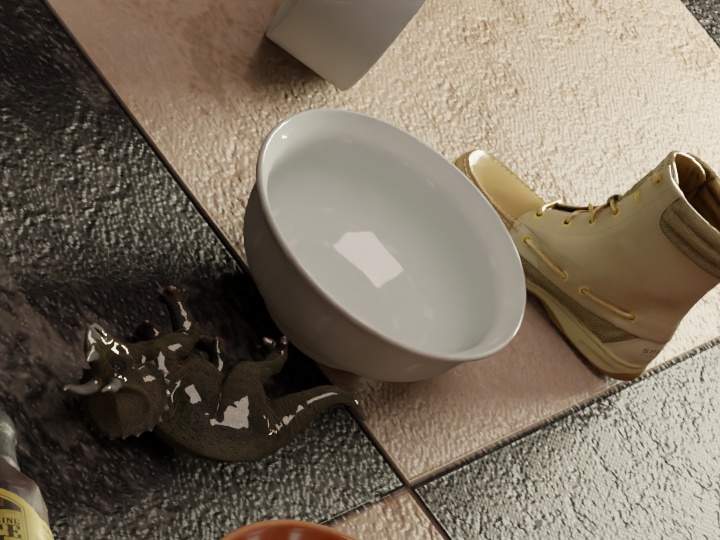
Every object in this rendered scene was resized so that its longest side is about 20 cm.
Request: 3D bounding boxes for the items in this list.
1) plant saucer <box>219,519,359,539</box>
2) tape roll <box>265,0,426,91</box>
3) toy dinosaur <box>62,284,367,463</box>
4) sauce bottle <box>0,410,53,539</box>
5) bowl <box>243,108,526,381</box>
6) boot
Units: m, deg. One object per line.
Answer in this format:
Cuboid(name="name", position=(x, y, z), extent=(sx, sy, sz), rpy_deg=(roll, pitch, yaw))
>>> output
Cuboid(name="plant saucer", position=(-0.019, 0.232, 1.508), extent=(0.200, 0.032, 0.200), rpy_deg=(24, 41, -23))
Cuboid(name="tape roll", position=(0.019, -0.223, 1.859), extent=(0.071, 0.202, 0.202), rpy_deg=(35, 37, -8))
Cuboid(name="toy dinosaur", position=(-0.094, 0.075, 1.581), extent=(0.200, 0.077, 0.102), rpy_deg=(27, 51, -27))
Cuboid(name="sauce bottle", position=(-0.192, 0.149, 1.396), extent=(0.066, 0.066, 0.200), rpy_deg=(19, 29, -28))
Cuboid(name="bowl", position=(0.000, 0.000, 1.708), extent=(0.201, 0.090, 0.201), rpy_deg=(23, 41, -22))
Cuboid(name="boot", position=(0.164, -0.040, 1.840), extent=(0.200, 0.155, 0.073), rpy_deg=(48, 37, 9))
